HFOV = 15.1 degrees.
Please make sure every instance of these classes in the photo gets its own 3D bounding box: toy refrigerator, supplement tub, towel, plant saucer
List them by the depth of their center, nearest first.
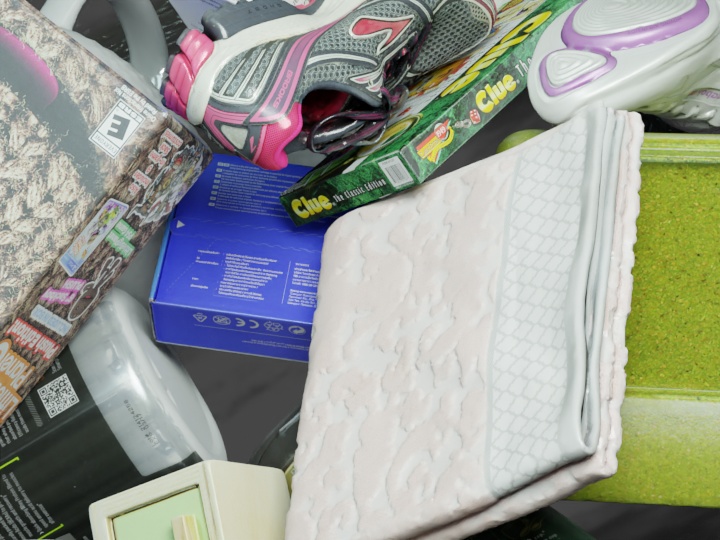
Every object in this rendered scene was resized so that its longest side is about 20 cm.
[{"bbox_3d":[0.043,0.033,1.227,0.191,0.032,0.200,-25,43,38],"label":"towel"},{"bbox_3d":[0.143,0.009,1.252,0.200,0.048,0.200,2,59,16],"label":"plant saucer"},{"bbox_3d":[-0.064,0.195,1.254,0.076,0.070,0.200,-21,70,29],"label":"toy refrigerator"},{"bbox_3d":[-0.179,0.106,1.391,0.200,0.123,0.123,-30,50,4],"label":"supplement tub"}]

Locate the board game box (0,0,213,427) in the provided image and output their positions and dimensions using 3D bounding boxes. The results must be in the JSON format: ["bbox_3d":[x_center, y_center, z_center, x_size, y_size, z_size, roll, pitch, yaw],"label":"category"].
[{"bbox_3d":[-0.200,-0.034,1.306,0.159,0.097,0.200,37,89,14],"label":"board game box"}]

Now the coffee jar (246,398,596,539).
[{"bbox_3d":[0.036,0.127,1.291,0.104,0.085,0.200,-42,50,-6],"label":"coffee jar"}]

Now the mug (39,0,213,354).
[{"bbox_3d":[-0.153,-0.069,1.463,0.147,0.175,0.200,2,59,28],"label":"mug"}]

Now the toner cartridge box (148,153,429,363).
[{"bbox_3d":[0.000,0.000,1.378,0.200,0.043,0.095,8,58,5],"label":"toner cartridge box"}]

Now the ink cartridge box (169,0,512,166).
[{"bbox_3d":[-0.007,-0.146,1.427,0.084,0.200,0.145,29,74,35],"label":"ink cartridge box"}]

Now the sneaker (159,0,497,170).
[{"bbox_3d":[-0.004,-0.096,1.318,0.200,0.081,0.075,-26,56,-40],"label":"sneaker"}]

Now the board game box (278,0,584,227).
[{"bbox_3d":[0.053,-0.093,1.368,0.105,0.023,0.200,-15,22,50],"label":"board game box"}]

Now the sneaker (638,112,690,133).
[{"bbox_3d":[0.161,-0.139,1.439,0.083,0.072,0.200,2,55,56],"label":"sneaker"}]

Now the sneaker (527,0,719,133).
[{"bbox_3d":[0.158,-0.099,1.330,0.075,0.100,0.200,19,36,38],"label":"sneaker"}]
